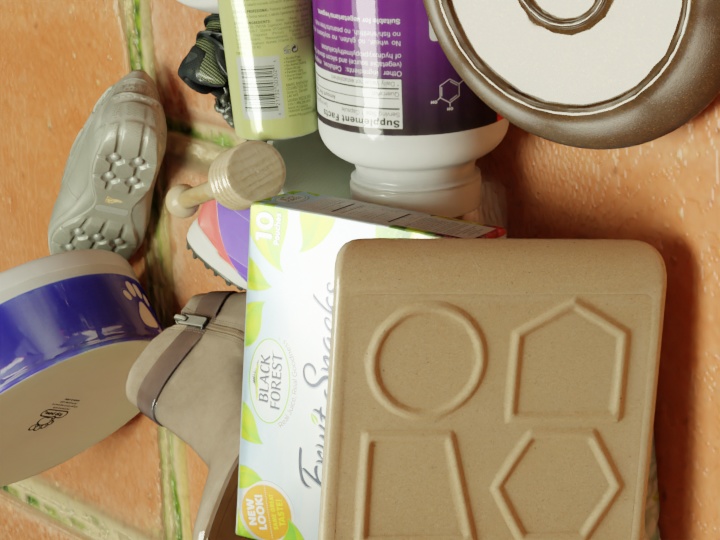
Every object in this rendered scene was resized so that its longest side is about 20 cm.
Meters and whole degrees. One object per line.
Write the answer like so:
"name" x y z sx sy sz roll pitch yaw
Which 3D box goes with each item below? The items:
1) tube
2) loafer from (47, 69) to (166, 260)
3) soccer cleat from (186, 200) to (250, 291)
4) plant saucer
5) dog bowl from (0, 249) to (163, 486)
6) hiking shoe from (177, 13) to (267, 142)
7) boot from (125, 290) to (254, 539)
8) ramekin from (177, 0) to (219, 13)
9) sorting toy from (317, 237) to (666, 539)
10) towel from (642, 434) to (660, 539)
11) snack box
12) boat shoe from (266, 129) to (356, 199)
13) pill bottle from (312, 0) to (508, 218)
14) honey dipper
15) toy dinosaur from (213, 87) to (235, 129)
"tube" -0.056 -0.177 1.627 0.052 0.058 0.201 7 111 36
"loafer" -0.176 -0.065 2.002 0.200 0.070 0.070 124 157 -52
"soccer cleat" -0.034 -0.001 1.810 0.200 0.068 0.073 39 110 38
"plant saucer" 0.111 -0.158 1.488 0.200 0.032 0.201 10 112 27
"dog bowl" -0.235 0.073 2.007 0.079 0.200 0.200 59 143 20
"hiking shoe" -0.067 -0.153 1.757 0.076 0.100 0.201 -27 79 66
"boot" -0.094 0.095 1.835 0.146 0.200 0.070 15 143 35
"ramekin" -0.095 -0.265 1.705 0.202 0.094 0.203 -21 60 44
"sorting toy" 0.069 0.081 1.536 0.036 0.184 0.201 -139 50 -73
"towel" 0.083 0.084 1.617 0.171 0.048 0.201 0 103 30
"snack box" 0.004 0.065 1.598 0.142 0.053 0.201 11 107 28
"boat shoe" 0.001 0.000 1.705 0.201 0.070 0.071 53 149 -6
"pill bottle" 0.029 -0.134 1.618 0.112 0.112 0.201 20 118 52
"honey dipper" -0.087 -0.052 1.715 0.200 0.038 0.038 171 86 -74
"toy dinosaur" -0.035 -0.109 1.708 0.047 0.088 0.201 -120 48 -62
